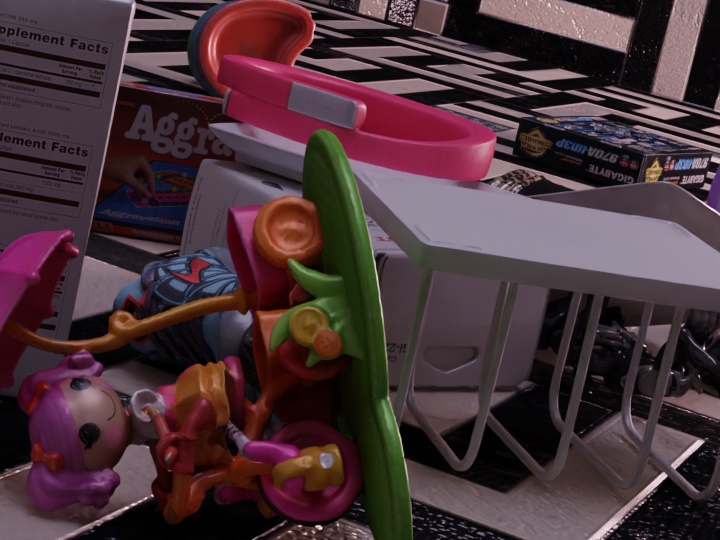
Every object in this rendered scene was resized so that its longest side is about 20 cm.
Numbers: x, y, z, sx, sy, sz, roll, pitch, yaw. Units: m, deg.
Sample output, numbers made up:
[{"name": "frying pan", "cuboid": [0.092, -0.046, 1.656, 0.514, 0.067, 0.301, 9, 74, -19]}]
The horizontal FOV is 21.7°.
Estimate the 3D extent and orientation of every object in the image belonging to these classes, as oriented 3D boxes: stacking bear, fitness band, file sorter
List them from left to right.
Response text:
[{"name": "stacking bear", "cuboid": [-0.131, -0.231, 1.998, 0.113, 0.122, 0.200, 17, 2, -14]}, {"name": "fitness band", "cuboid": [-0.005, -0.099, 1.228, 0.199, 0.038, 0.143, 23, 12, 35]}, {"name": "file sorter", "cuboid": [0.093, 0.037, 1.001, 0.198, 0.126, 0.139, 9, 14, -18]}]

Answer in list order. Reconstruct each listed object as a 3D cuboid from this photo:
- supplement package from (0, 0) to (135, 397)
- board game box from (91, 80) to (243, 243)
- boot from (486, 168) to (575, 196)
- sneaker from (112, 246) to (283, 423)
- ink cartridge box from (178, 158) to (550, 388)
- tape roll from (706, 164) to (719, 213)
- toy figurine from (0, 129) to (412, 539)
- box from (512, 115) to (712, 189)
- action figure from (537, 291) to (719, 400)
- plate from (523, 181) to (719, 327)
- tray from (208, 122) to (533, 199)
[{"name": "supplement package", "cuboid": [-0.209, -0.066, 0.965, 0.146, 0.202, 0.191, 10, 12, -13]}, {"name": "board game box", "cuboid": [-0.092, -0.066, 1.307, 0.198, 0.104, 0.019, 8, 13, -20]}, {"name": "boot", "cuboid": [0.199, -0.034, 1.555, 0.150, 0.074, 0.199, 23, 21, 37]}, {"name": "sneaker", "cuboid": [-0.083, 0.034, 0.994, 0.095, 0.080, 0.200, -2, 8, -7]}, {"name": "ink cartridge box", "cuboid": [0.000, 0.000, 1.163, 0.145, 0.085, 0.200, 3, 18, -38]}, {"name": "tape roll", "cuboid": [0.358, -0.031, 1.394, 0.198, 0.202, 0.066, 14, 13, 2]}, {"name": "toy figurine", "cuboid": [-0.087, 0.048, 0.812, 0.182, 0.201, 0.150, -9, -24, -10]}, {"name": "box", "cuboid": [0.286, -0.133, 2.119, 0.158, 0.046, 0.199, 20, 14, 29]}, {"name": "action figure", "cuboid": [0.183, 0.036, 1.153, 0.118, 0.103, 0.199, 19, 5, -45]}, {"name": "plate", "cuboid": [0.173, -0.001, 1.250, 0.199, 0.033, 0.199, -6, -24, 41]}, {"name": "tray", "cuboid": [0.010, -0.057, 1.175, 0.199, 0.022, 0.107, 19, 12, 26]}]
